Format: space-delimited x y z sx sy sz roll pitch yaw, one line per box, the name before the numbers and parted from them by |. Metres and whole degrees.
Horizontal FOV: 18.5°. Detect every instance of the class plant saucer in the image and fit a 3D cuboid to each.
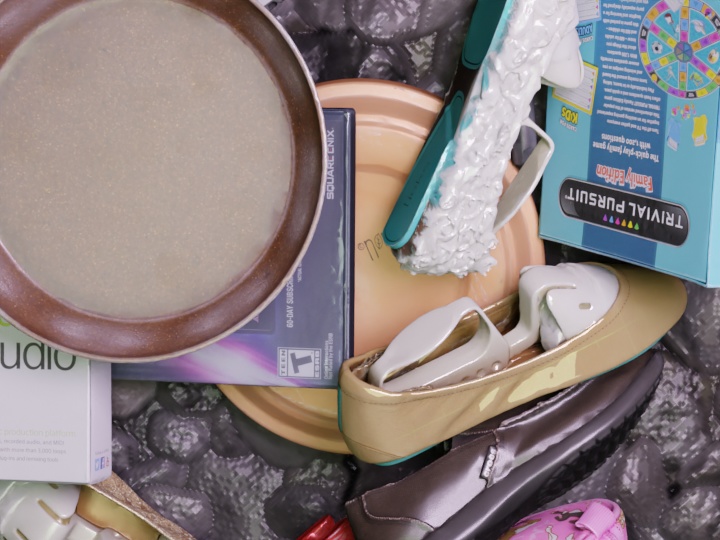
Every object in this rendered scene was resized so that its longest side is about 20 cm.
plant saucer | 0.000 0.000 1.175 0.198 0.032 0.202 0 99 -1
plant saucer | -0.113 -0.056 1.095 0.198 0.034 0.203 0 93 5

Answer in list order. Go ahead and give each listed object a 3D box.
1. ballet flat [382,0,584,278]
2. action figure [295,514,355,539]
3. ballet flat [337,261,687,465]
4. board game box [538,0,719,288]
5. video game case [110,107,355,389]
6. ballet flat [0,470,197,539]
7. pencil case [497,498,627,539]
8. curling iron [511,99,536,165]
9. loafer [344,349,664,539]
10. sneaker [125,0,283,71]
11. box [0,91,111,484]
ballet flat | 0.074 -0.088 1.119 0.071 0.072 0.201 22 102 -4
action figure | 0.029 0.227 1.197 0.052 0.065 0.201 -39 97 -20
ballet flat | 0.078 0.035 1.127 0.199 0.069 0.063 -27 127 -12
board game box | 0.152 -0.104 1.097 0.047 0.151 0.202 -3 101 -28
video game case | -0.100 -0.014 1.155 0.198 0.019 0.144 2 96 12
ballet flat | -0.143 0.142 1.181 0.199 0.065 0.071 29 96 -5
pencil case | 0.127 0.224 1.187 0.086 0.083 0.202 -18 98 4
curling iron | 0.065 -0.154 1.152 0.049 0.026 0.202 -13 99 6
loafer | 0.074 0.091 1.155 0.199 0.073 0.071 -35 73 -16
sneaker | -0.058 -0.181 1.119 0.199 0.070 0.094 -35 99 15
box | -0.201 0.008 1.148 0.143 0.036 0.202 0 91 14
